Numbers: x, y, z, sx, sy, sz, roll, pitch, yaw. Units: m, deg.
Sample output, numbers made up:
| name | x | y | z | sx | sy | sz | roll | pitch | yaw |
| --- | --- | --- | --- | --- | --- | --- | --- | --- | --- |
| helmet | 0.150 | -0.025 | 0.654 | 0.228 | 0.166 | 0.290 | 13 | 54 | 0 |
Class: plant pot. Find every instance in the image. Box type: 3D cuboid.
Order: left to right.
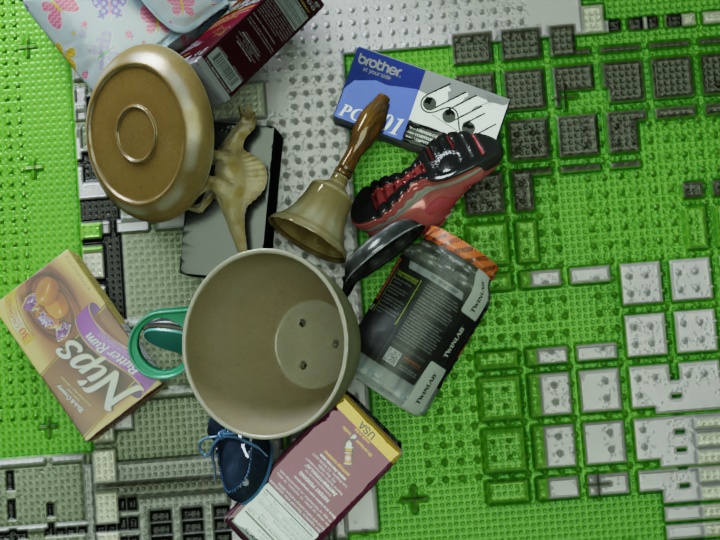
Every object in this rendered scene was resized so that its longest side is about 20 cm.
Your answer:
| name | x | y | z | sx | sy | sz | roll | pitch | yaw |
| --- | --- | --- | --- | --- | --- | --- | --- | --- | --- |
| plant pot | -0.246 | -0.154 | 1.519 | 0.198 | 0.027 | 0.203 | 6 | 99 | 35 |

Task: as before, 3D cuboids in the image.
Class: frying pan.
| name | x | y | z | sx | sy | sz | roll | pitch | yaw |
| --- | --- | --- | --- | --- | --- | --- | --- | --- | --- |
| frying pan | 0.013 | -0.008 | 1.591 | 0.114 | 0.190 | 0.031 | -31 | 80 | -29 |

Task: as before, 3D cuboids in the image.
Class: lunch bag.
| name | x | y | z | sx | sy | sz | roll | pitch | yaw |
| --- | --- | --- | --- | --- | --- | --- | --- | --- | --- |
| lunch bag | -0.282 | -0.321 | 1.621 | 0.199 | 0.127 | 0.170 | -39 | 92 | -5 |

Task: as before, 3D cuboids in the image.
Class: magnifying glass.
| name | x | y | z | sx | sy | sz | roll | pitch | yaw |
| --- | --- | --- | --- | --- | --- | --- | --- | --- | --- |
| magnifying glass | -0.184 | 0.058 | 1.565 | 0.199 | 0.022 | 0.080 | -32 | 95 | 11 |

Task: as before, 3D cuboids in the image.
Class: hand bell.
| name | x | y | z | sx | sy | sz | roll | pitch | yaw |
| --- | --- | --- | --- | --- | --- | --- | --- | --- | --- |
| hand bell | -0.019 | -0.122 | 1.587 | 0.103 | 0.104 | 0.202 | 26 | 77 | 3 |

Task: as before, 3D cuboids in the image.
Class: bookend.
| name | x | y | z | sx | sy | sz | roll | pitch | yaw |
| --- | --- | --- | --- | --- | --- | --- | --- | --- | --- |
| bookend | -0.201 | -0.076 | 1.616 | 0.196 | 0.092 | 0.203 | 4 | 87 | 4 |

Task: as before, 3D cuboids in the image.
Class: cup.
| name | x | y | z | sx | sy | sz | roll | pitch | yaw |
| --- | --- | --- | --- | --- | --- | --- | --- | --- | --- |
| cup | -0.078 | 0.082 | 1.493 | 0.198 | 0.143 | 0.204 | -1 | 86 | 22 |

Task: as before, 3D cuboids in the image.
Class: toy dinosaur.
| name | x | y | z | sx | sy | sz | roll | pitch | yaw |
| --- | --- | --- | --- | --- | --- | --- | --- | --- | --- |
| toy dinosaur | -0.156 | -0.093 | 1.539 | 0.100 | 0.058 | 0.203 | 0 | 88 | 2 |

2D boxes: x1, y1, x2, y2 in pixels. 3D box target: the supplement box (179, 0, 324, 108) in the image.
| name | x | y | z | sx | sy | sz | roll | pitch | yaw |
| --- | --- | --- | --- | --- | --- | --- | --- | --- | --- |
| supplement box | -0.143 | -0.266 | 1.574 | 0.061 | 0.108 | 0.200 | 54 | 55 | -20 |

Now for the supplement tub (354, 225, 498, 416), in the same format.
| name | x | y | z | sx | sy | sz | roll | pitch | yaw |
| --- | --- | --- | --- | --- | --- | --- | --- | --- | --- |
| supplement tub | 0.072 | 0.058 | 1.583 | 0.122 | 0.123 | 0.201 | 32 | 88 | 4 |

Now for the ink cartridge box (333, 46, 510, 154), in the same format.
| name | x | y | z | sx | sy | sz | roll | pitch | yaw |
| --- | --- | --- | --- | --- | --- | --- | --- | --- | --- |
| ink cartridge box | 0.074 | -0.193 | 1.641 | 0.198 | 0.044 | 0.095 | 20 | 85 | 3 |

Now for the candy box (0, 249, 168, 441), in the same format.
| name | x | y | z | sx | sy | sz | roll | pitch | yaw |
| --- | --- | --- | --- | --- | --- | --- | --- | --- | --- |
| candy box | -0.337 | 0.091 | 1.626 | 0.116 | 0.056 | 0.201 | -35 | 84 | -2 |

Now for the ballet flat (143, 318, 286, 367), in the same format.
| name | x | y | z | sx | sy | sz | roll | pitch | yaw |
| --- | --- | --- | --- | --- | --- | --- | --- | --- | --- |
| ballet flat | -0.161 | 0.076 | 1.622 | 0.197 | 0.073 | 0.074 | 13 | 86 | 9 |

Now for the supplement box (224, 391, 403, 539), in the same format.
| name | x | y | z | sx | sy | sz | roll | pitch | yaw |
| --- | --- | --- | --- | --- | --- | --- | --- | --- | --- |
| supplement box | -0.051 | 0.245 | 1.569 | 0.103 | 0.131 | 0.200 | 44 | 89 | 3 |

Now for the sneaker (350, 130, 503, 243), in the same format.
| name | x | y | z | sx | sy | sz | roll | pitch | yaw |
| --- | --- | --- | --- | --- | --- | --- | --- | --- | --- |
| sneaker | 0.087 | -0.094 | 1.609 | 0.198 | 0.087 | 0.074 | -28 | 45 | 14 |

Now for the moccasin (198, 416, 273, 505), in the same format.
| name | x | y | z | sx | sy | sz | roll | pitch | yaw |
| --- | --- | --- | --- | --- | --- | --- | --- | --- | --- |
| moccasin | -0.151 | 0.187 | 1.550 | 0.080 | 0.201 | 0.068 | -40 | 121 | 13 |
